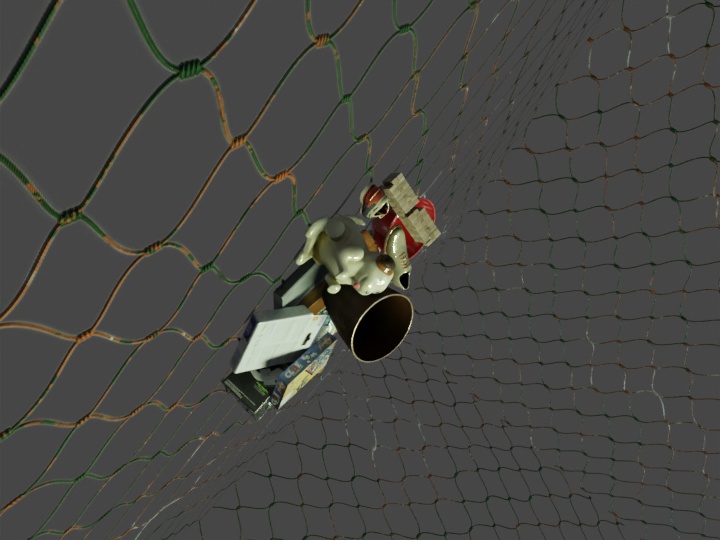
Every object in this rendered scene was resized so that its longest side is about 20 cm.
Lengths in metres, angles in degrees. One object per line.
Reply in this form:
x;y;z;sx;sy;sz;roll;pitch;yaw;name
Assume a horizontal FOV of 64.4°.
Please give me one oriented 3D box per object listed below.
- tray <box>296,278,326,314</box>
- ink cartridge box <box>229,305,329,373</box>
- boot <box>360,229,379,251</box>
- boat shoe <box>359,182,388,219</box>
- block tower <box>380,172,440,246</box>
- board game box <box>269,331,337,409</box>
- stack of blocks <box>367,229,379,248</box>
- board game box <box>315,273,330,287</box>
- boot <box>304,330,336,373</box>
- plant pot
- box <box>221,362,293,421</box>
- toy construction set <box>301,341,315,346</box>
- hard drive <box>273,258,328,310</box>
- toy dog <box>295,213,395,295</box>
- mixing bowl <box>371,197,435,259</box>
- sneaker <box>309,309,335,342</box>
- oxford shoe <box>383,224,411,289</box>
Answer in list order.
-0.136;0.096;1.506;0.200;0.037;0.099;-40;163;-13;tray
-0.201;0.166;1.409;0.199;0.041;0.200;-4;139;-39;ink cartridge box
0.000;0.000;1.597;0.076;0.201;0.155;-2;-145;43;boot
0.041;-0.163;1.446;0.071;0.062;0.200;-51;171;-6;boat shoe
0.127;-0.156;1.475;0.054;0.200;0.058;-43;-157;-15;block tower
-0.150;0.262;1.507;0.200;0.035;0.136;-39;162;-41;board game box
-0.004;-0.022;1.745;0.115;0.059;0.200;-45;168;-29;stack of blocks
-0.112;0.060;1.633;0.151;0.037;0.200;-40;166;-45;board game box
-0.113;0.208;1.780;0.066;0.176;0.200;2;154;-30;boot
-0.003;0.093;1.417;0.186;0.200;0.188;-22;130;-29;plant pot
-0.258;0.287;1.566;0.200;0.124;0.149;-45;168;-21;box
-0.169;0.228;1.718;0.200;0.092;0.131;-46;-146;10;toy construction set
-0.134;0.018;1.411;0.200;0.033;0.140;-46;168;-23;hard drive
-0.019;-0.024;1.292;0.194;0.200;0.140;-38;164;-48;toy dog
0.104;-0.132;1.605;0.200;0.108;0.201;-29;137;-30;mixing bowl
-0.087;0.113;1.654;0.200;0.077;0.086;-58;169;-21;sneaker
0.109;-0.035;1.534;0.071;0.074;0.201;-32;139;-23;oxford shoe
